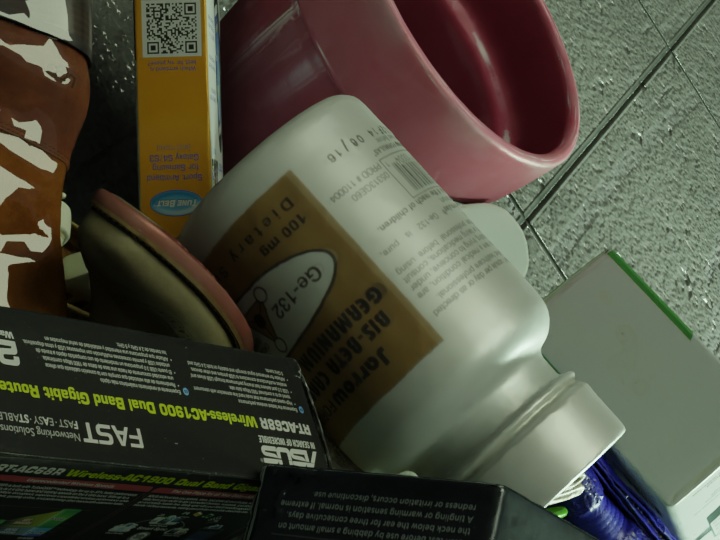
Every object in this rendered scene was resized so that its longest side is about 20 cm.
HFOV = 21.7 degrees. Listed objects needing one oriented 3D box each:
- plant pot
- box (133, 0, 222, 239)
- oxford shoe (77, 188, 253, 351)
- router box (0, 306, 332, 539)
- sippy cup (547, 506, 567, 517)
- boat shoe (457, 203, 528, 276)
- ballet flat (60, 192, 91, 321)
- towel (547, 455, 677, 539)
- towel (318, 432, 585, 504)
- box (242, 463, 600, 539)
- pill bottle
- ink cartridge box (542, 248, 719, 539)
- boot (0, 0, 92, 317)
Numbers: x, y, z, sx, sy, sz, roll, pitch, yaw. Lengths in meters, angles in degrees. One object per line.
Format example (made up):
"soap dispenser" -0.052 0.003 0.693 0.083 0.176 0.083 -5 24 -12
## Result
"plant pot" -0.004 -0.108 1.077 0.200 0.179 0.200 38 36 -35
"box" -0.092 -0.092 0.958 0.119 0.041 0.200 -148 -122 -88
"oxford shoe" -0.092 0.043 0.838 0.070 0.075 0.200 34 -22 32
"router box" -0.130 0.082 0.741 0.200 0.150 0.062 14 52 -52
"sippy cup" 0.134 0.226 1.040 0.178 0.130 0.140 47 32 -22
"boat shoe" 0.000 0.000 0.995 0.200 0.064 0.071 1 77 -41
"ballet flat" -0.142 -0.008 0.892 0.200 0.063 0.069 33 41 -39
"towel" 0.137 0.140 1.138 0.200 0.050 0.148 53 -6 -15
"towel" 0.013 0.064 0.975 0.132 0.035 0.200 -6 33 -43
"box" 0.040 0.200 0.729 0.200 0.124 0.197 33 66 -45
"pill bottle" 0.020 0.028 0.854 0.200 0.114 0.114 48 28 8
"ink cartridge box" 0.182 0.091 1.172 0.147 0.083 0.200 48 -3 23
"boot" -0.212 -0.040 0.814 0.188 0.068 0.200 10 73 -25
